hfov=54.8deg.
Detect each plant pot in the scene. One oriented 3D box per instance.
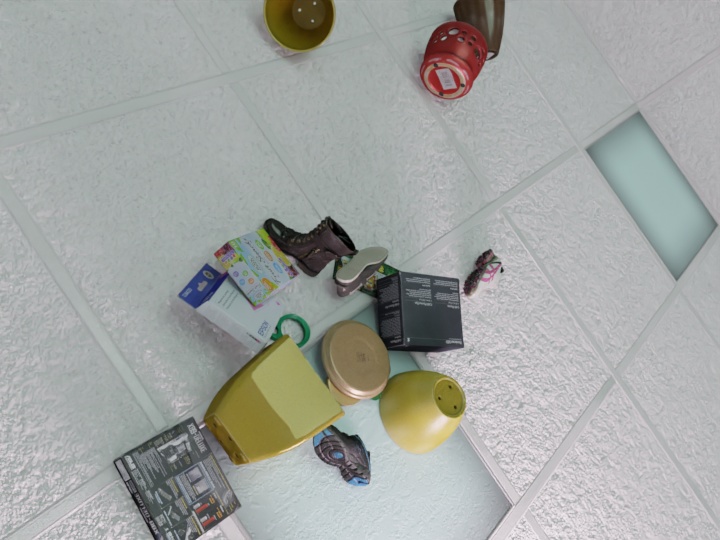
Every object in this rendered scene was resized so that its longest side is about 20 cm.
[{"bbox_3d":[0.165,0.318,1.640,0.200,0.142,0.200,17,57,-29],"label":"plant pot"},{"bbox_3d":[0.436,-0.862,2.488,0.187,0.187,0.200,-1,81,-37],"label":"plant pot"},{"bbox_3d":[-0.157,-0.721,1.945,0.200,0.200,0.142,44,21,-10],"label":"plant pot"},{"bbox_3d":[0.293,-0.670,2.249,0.200,0.200,0.183,36,58,-16],"label":"plant pot"},{"bbox_3d":[-0.190,0.277,1.371,0.200,0.194,0.196,-37,91,-30],"label":"plant pot"}]

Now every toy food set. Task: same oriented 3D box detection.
[{"bbox_3d":[-0.010,0.212,1.630,0.198,0.049,0.200,-6,70,-39],"label":"toy food set"}]

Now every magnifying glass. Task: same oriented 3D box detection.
[{"bbox_3d":[-0.201,0.134,1.549,0.200,0.022,0.080,7,62,-36],"label":"magnifying glass"}]

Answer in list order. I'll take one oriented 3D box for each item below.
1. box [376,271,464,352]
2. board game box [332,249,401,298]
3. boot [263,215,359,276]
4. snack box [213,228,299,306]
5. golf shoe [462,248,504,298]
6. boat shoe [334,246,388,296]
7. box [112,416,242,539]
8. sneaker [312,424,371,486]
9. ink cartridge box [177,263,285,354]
[{"bbox_3d":[0.150,0.109,1.750,0.200,0.104,0.183,8,72,-34],"label":"box"},{"bbox_3d":[0.023,0.012,1.783,0.200,0.023,0.105,24,52,-25],"label":"board game box"},{"bbox_3d":[-0.115,-0.082,1.624,0.200,0.174,0.069,41,48,-12],"label":"boot"},{"bbox_3d":[-0.222,-0.012,1.527,0.142,0.053,0.200,50,18,0],"label":"snack box"},{"bbox_3d":[0.363,0.022,2.001,0.092,0.073,0.200,47,47,-9],"label":"golf shoe"},{"bbox_3d":[0.000,0.000,1.729,0.067,0.057,0.200,26,38,24],"label":"boat shoe"},{"bbox_3d":[-0.335,0.395,1.282,0.158,0.050,0.200,-26,84,-43],"label":"box"},{"bbox_3d":[-0.038,0.379,1.482,0.200,0.073,0.082,59,29,-36],"label":"sneaker"},{"bbox_3d":[-0.262,0.064,1.454,0.200,0.043,0.196,38,19,-9],"label":"ink cartridge box"}]
